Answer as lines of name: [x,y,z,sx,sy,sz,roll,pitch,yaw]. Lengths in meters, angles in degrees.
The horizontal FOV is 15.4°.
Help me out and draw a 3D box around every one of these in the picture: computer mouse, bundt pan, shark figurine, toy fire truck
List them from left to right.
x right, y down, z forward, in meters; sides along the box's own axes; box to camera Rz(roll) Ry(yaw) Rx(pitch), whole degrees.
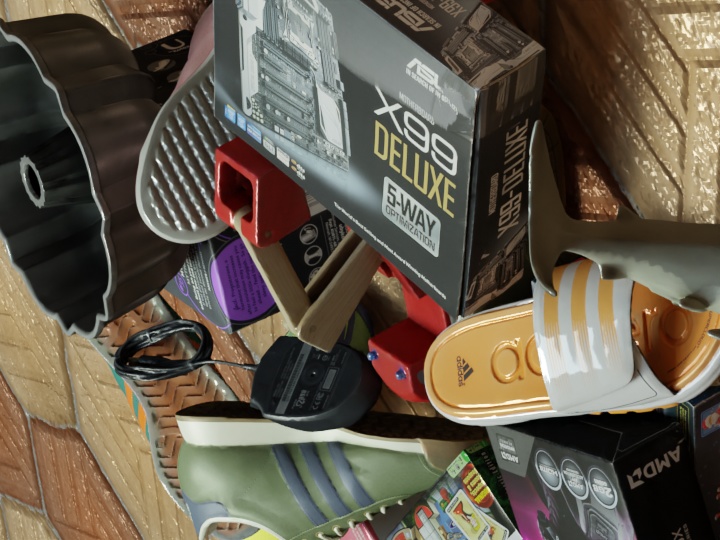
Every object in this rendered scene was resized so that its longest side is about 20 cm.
bundt pan: [-0.165,-0.065,1.603,0.202,0.075,0.203,45,147,42]
computer mouse: [-0.068,0.065,1.626,0.199,0.059,0.034,9,154,36]
toy fire truck: [0.000,0.000,1.506,0.049,0.141,0.201,33,142,50]
shark figurine: [0.168,-0.015,1.197,0.128,0.213,0.090,-88,17,-81]

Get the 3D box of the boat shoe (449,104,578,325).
boat shoe: [0.075,-0.016,1.437,0.065,0.073,0.201,-131,33,-48]

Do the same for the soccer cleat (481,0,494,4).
soccer cleat: [0.018,-0.166,1.398,0.200,0.069,0.078,1,111,67]

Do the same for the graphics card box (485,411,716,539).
graphics card box: [0.142,0.166,1.397,0.125,0.051,0.201,16,127,60]

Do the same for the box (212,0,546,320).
box: [0.005,-0.094,1.346,0.200,0.050,0.158,41,147,30]

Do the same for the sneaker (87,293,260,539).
sneaker: [-0.112,0.084,1.715,0.201,0.071,0.080,60,-176,12]

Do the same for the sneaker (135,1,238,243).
sneaker: [-0.073,-0.098,1.537,0.075,0.201,0.105,24,165,-6]

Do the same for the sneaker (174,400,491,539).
sneaker: [-0.017,0.133,1.624,0.067,0.199,0.090,-29,-58,-73]

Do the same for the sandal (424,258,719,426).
sandal: [0.099,0.039,1.341,0.206,0.059,0.080,-19,72,40]

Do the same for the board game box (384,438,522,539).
board game box: [0.052,0.194,1.584,0.105,0.023,0.200,53,139,15]

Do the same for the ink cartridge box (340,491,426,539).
ink cartridge box: [0.030,0.219,1.738,0.147,0.082,0.200,60,156,9]

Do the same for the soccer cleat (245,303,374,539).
soccer cleat: [-0.043,0.109,1.702,0.084,0.064,0.201,-90,18,-65]

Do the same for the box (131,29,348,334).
box: [-0.096,-0.060,1.689,0.200,0.106,0.123,31,139,52]

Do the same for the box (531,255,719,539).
box: [0.152,0.108,1.429,0.136,0.038,0.201,39,146,43]
